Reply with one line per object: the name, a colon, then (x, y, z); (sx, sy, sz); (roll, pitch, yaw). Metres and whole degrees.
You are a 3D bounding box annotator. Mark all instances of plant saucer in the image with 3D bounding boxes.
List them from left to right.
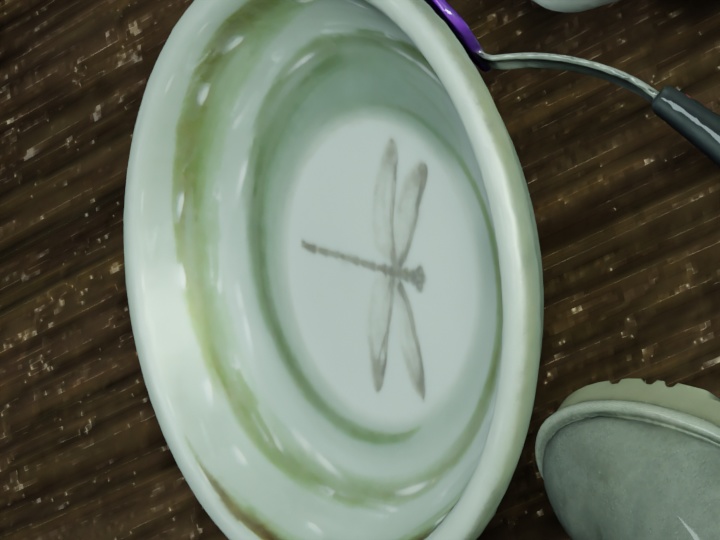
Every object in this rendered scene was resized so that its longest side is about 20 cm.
plant saucer: (0.000, 0.000, 0.884); (0.200, 0.050, 0.202); (11, 104, 50)

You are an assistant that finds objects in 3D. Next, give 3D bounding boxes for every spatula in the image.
spatula: (0.072, -0.053, 0.832); (0.199, 0.057, 0.021); (30, 86, 18)

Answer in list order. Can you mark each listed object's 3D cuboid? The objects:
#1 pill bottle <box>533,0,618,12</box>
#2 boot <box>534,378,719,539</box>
pill bottle: (0.127, -0.141, 0.789); (0.199, 0.114, 0.115); (-15, 70, 37)
boot: (0.073, 0.129, 0.715); (0.181, 0.073, 0.200); (24, 54, 31)
